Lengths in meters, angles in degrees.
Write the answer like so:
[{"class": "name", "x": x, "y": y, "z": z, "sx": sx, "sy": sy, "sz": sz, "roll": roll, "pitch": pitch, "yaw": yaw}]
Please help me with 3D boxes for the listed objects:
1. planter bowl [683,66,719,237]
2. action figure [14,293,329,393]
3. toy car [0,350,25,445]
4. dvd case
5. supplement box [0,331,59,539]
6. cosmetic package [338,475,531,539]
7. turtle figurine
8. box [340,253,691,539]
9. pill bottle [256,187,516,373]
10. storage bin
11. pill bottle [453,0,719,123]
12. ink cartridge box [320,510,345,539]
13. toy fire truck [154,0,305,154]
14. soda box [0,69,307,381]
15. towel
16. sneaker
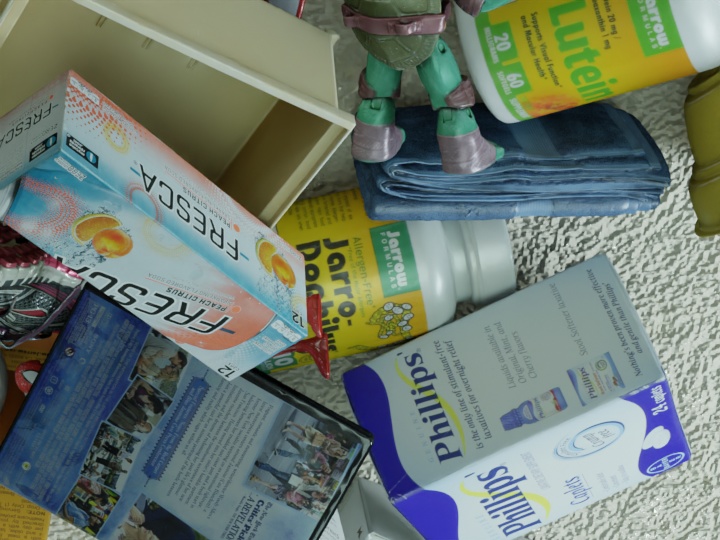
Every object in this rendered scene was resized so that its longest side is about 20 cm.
[{"class": "planter bowl", "x": 0.274, "y": -0.117, "z": 1.076, "sx": 0.200, "sy": 0.200, "sz": 0.083, "roll": -40, "pitch": 95, "yaw": 12}, {"class": "action figure", "x": -0.122, "y": 0.056, "z": 1.049, "sx": 0.200, "sy": 0.052, "sz": 0.065, "roll": -6, "pitch": 140, "yaw": 3}, {"class": "toy car", "x": -0.295, "y": 0.051, "z": 1.067, "sx": 0.200, "sy": 0.177, "sz": 0.184, "roll": 28, "pitch": 119, "yaw": -12}, {"class": "dvd case", "x": -0.110, "y": 0.113, "z": 1.003, "sx": 0.200, "sy": 0.018, "sz": 0.143, "roll": 29, "pitch": 100, "yaw": 1}, {"class": "supplement box", "x": -0.243, "y": 0.108, "z": 1.173, "sx": 0.069, "sy": 0.067, "sz": 0.200, "roll": 6, "pitch": 115, "yaw": -10}, {"class": "cosmetic package", "x": 0.065, "y": 0.251, "z": 1.274, "sx": 0.200, "sy": 0.085, "sz": 0.108, "roll": 24, "pitch": 111, "yaw": -17}, {"class": "turtle figurine", "x": 0.033, "y": -0.160, "z": 0.976, "sx": 0.101, "sy": 0.150, "sz": 0.200, "roll": -26, "pitch": 125, "yaw": -38}, {"class": "box", "x": 0.114, "y": 0.104, "z": 1.149, "sx": 0.200, "sy": 0.105, "sz": 0.184, "roll": -25, "pitch": 152, "yaw": 6}, {"class": "pill bottle", "x": 0.000, "y": 0.000, "z": 1.125, "sx": 0.200, "sy": 0.113, "sz": 0.113, "roll": -12, "pitch": 117, "yaw": -2}, {"class": "storage bin", "x": -0.142, "y": -0.088, "z": 0.969, "sx": 0.200, "sy": 0.094, "sz": 0.199, "roll": 22, "pitch": 129, "yaw": -25}, {"class": "pill bottle", "x": 0.169, "y": -0.170, "z": 1.033, "sx": 0.200, "sy": 0.111, "sz": 0.111, "roll": -14, "pitch": 119, "yaw": 21}, {"class": "ink cartridge box", "x": -0.094, "y": 0.140, "z": 1.134, "sx": 0.084, "sy": 0.200, "sz": 0.145, "roll": -44, "pitch": 114, "yaw": 11}, {"class": "toy fire truck", "x": -0.140, "y": -0.160, "z": 1.027, "sx": 0.200, "sy": 0.112, "sz": 0.168, "roll": 11, "pitch": 115, "yaw": -13}, {"class": "soda box", "x": -0.116, "y": -0.021, "z": 0.923, "sx": 0.064, "sy": 0.068, "sz": 0.200, "roll": -31, "pitch": 130, "yaw": 26}, {"class": "towel", "x": 0.096, "y": -0.078, "z": 1.095, "sx": 0.200, "sy": 0.112, "sz": 0.049, "roll": -3, "pitch": 123, "yaw": -10}, {"class": "sneaker", "x": -0.223, "y": 0.011, "z": 1.017, "sx": 0.200, "sy": 0.081, "sz": 0.075, "roll": 7, "pitch": 111, "yaw": -57}]
